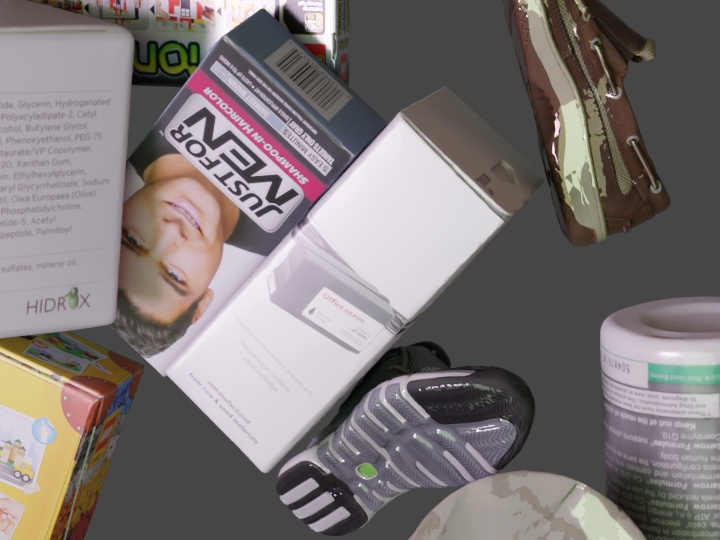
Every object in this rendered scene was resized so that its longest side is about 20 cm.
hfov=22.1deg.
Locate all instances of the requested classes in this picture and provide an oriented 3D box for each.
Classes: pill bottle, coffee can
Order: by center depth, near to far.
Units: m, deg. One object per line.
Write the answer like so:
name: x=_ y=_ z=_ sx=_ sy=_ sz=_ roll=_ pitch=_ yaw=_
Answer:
coffee can: x=0.073 y=0.201 z=1.011 sx=0.145 sy=0.200 sz=0.148 roll=2 pitch=72 yaw=-7
pill bottle: x=0.193 y=0.124 z=1.035 sx=0.112 sy=0.113 sz=0.202 roll=-1 pitch=102 yaw=13

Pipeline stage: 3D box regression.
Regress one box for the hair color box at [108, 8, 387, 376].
hair color box: x=-0.086 y=-0.042 z=1.067 sx=0.099 sy=0.061 sz=0.200 roll=42 pitch=122 yaw=0

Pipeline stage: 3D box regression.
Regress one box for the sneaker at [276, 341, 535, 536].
sneaker: x=0.036 y=0.072 z=1.052 sx=0.075 sy=0.116 sz=0.199 roll=47 pitch=136 yaw=-14

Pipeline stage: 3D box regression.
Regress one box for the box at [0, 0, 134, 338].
box: x=-0.260 y=-0.065 z=1.019 sx=0.198 sy=0.199 sz=0.173 roll=21 pitch=109 yaw=46

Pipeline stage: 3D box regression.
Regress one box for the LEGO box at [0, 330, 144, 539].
LEGO box: x=-0.257 y=0.093 z=1.152 sx=0.198 sy=0.077 sz=0.150 roll=24 pitch=106 yaw=7

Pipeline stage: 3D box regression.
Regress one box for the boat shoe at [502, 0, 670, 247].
boat shoe: x=0.127 y=-0.120 z=1.027 sx=0.074 sy=0.075 sz=0.204 roll=-15 pitch=105 yaw=2

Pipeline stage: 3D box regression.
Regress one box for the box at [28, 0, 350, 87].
box: x=-0.106 y=-0.164 z=1.082 sx=0.198 sy=0.035 sz=0.111 roll=4 pitch=103 yaw=12

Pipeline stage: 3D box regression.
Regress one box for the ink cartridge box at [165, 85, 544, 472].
ink cartridge box: x=0.000 y=0.000 z=1.037 sx=0.084 sy=0.145 sz=0.200 roll=44 pitch=107 yaw=1
